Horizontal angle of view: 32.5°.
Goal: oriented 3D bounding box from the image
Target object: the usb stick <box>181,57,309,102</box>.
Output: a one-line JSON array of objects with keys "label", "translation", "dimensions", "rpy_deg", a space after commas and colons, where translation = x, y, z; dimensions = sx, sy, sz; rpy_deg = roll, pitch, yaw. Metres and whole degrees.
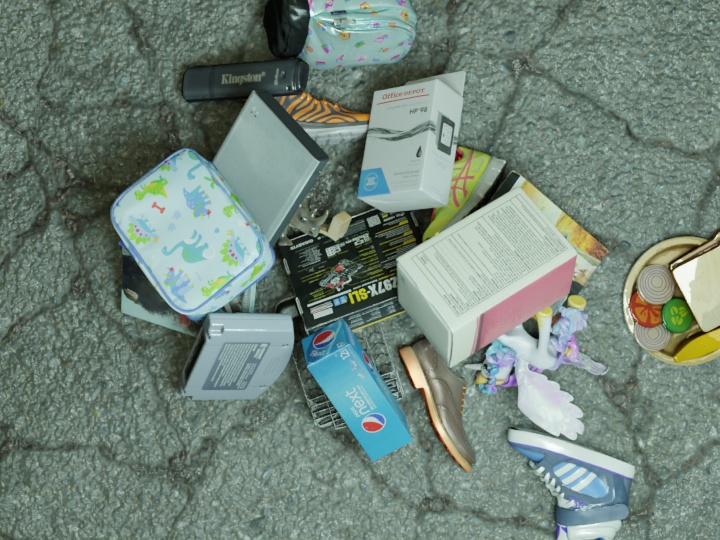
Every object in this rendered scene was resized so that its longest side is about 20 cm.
[{"label": "usb stick", "translation": [-0.163, -0.263, 1.711], "dimensions": [0.199, 0.033, 0.056], "rpy_deg": [1, 73, 28]}]

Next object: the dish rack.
[{"label": "dish rack", "translation": [-0.027, 0.119, 1.762], "dimensions": [0.152, 0.055, 0.201], "rpy_deg": [-18, 94, 1]}]

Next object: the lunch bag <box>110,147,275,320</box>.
[{"label": "lunch bag", "translation": [-0.224, -0.046, 1.625], "dimensions": [0.160, 0.082, 0.200], "rpy_deg": [-39, 76, 2]}]

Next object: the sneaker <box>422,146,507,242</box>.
[{"label": "sneaker", "translation": [0.126, -0.100, 1.720], "dimensions": [0.090, 0.078, 0.200], "rpy_deg": [30, 50, 9]}]

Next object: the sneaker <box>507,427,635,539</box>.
[{"label": "sneaker", "translation": [0.286, 0.318, 1.758], "dimensions": [0.199, 0.081, 0.147], "rpy_deg": [19, 88, -7]}]

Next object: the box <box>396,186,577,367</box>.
[{"label": "box", "translation": [0.160, 0.008, 1.590], "dimensions": [0.199, 0.109, 0.128], "rpy_deg": [-30, 63, -14]}]

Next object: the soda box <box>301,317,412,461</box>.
[{"label": "soda box", "translation": [-0.004, 0.164, 1.681], "dimensions": [0.068, 0.064, 0.201], "rpy_deg": [-28, 123, 6]}]

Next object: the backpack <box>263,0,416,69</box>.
[{"label": "backpack", "translation": [-0.024, -0.349, 1.697], "dimensions": [0.199, 0.167, 0.128], "rpy_deg": [-6, 82, -16]}]

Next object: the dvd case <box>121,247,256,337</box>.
[{"label": "dvd case", "translation": [-0.240, 0.024, 1.712], "dimensions": [0.199, 0.022, 0.147], "rpy_deg": [17, 124, 12]}]

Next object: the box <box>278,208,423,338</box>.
[{"label": "box", "translation": [0.000, 0.000, 1.715], "dimensions": [0.199, 0.049, 0.160], "rpy_deg": [-21, 54, -1]}]

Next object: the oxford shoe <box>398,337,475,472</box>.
[{"label": "oxford shoe", "translation": [0.127, 0.190, 1.758], "dimensions": [0.073, 0.071, 0.201], "rpy_deg": [-25, 92, -5]}]

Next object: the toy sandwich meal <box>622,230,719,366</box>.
[{"label": "toy sandwich meal", "translation": [0.476, 0.042, 1.756], "dimensions": [0.203, 0.070, 0.207], "rpy_deg": [0, 92, -1]}]

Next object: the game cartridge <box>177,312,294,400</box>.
[{"label": "game cartridge", "translation": [-0.166, 0.118, 1.690], "dimensions": [0.132, 0.200, 0.042], "rpy_deg": [-2, 58, -24]}]

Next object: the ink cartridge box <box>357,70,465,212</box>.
[{"label": "ink cartridge box", "translation": [0.071, -0.188, 1.693], "dimensions": [0.115, 0.067, 0.201], "rpy_deg": [-5, 70, 41]}]

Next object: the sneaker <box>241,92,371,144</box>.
[{"label": "sneaker", "translation": [-0.069, -0.238, 1.736], "dimensions": [0.198, 0.078, 0.113], "rpy_deg": [-2, 84, -9]}]

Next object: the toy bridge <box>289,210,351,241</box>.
[{"label": "toy bridge", "translation": [-0.104, -0.103, 1.742], "dimensions": [0.200, 0.027, 0.067], "rpy_deg": [36, 132, 16]}]

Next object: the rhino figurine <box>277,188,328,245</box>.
[{"label": "rhino figurine", "translation": [-0.123, -0.077, 1.709], "dimensions": [0.199, 0.060, 0.088], "rpy_deg": [-1, 96, 38]}]

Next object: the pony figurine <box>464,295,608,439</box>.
[{"label": "pony figurine", "translation": [0.246, 0.114, 1.707], "dimensions": [0.192, 0.167, 0.201], "rpy_deg": [22, 132, 14]}]

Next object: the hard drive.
[{"label": "hard drive", "translation": [-0.138, -0.120, 1.653], "dimensions": [0.140, 0.033, 0.200], "rpy_deg": [47, 124, 19]}]

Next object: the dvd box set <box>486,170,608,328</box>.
[{"label": "dvd box set", "translation": [0.240, -0.025, 1.728], "dimensions": [0.200, 0.029, 0.147], "rpy_deg": [37, 90, -29]}]
